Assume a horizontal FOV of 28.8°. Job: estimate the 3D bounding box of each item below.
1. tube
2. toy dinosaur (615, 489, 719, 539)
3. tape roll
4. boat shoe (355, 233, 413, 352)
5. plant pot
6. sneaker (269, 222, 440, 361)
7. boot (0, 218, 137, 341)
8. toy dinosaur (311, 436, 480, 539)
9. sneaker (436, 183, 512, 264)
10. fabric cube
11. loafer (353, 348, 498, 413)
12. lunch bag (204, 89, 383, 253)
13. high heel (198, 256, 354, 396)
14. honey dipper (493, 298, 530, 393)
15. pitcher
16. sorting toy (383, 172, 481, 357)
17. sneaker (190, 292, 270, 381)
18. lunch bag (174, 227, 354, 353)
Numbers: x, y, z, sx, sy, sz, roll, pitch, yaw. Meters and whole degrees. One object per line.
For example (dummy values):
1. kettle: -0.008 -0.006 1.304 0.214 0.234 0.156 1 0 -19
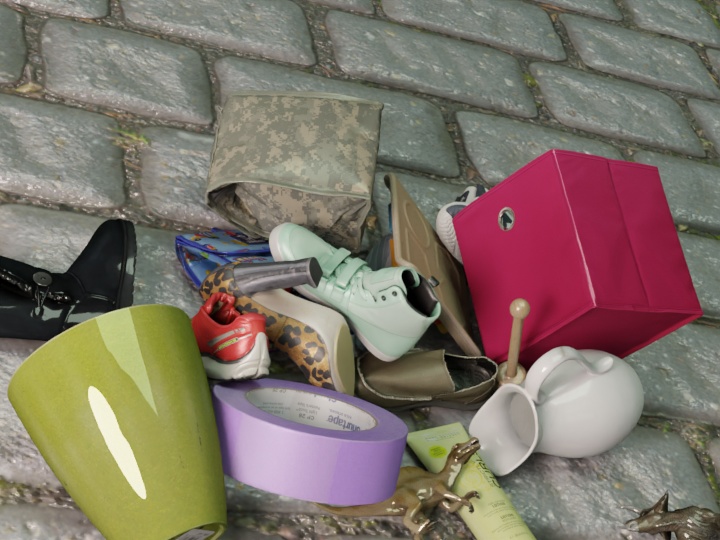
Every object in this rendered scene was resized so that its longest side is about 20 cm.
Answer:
1. tube: 0.121 0.237 1.497 0.058 0.052 0.200 40 11 -47
2. toy dinosaur: 0.390 0.298 1.547 0.199 0.077 0.102 28 -1 -18
3. tape roll: -0.055 0.166 1.388 0.198 0.066 0.200 13 8 -2
4. boat shoe: 0.034 0.037 1.699 0.062 0.072 0.201 33 38 -21
5. plant pot: -0.204 0.166 1.295 0.186 0.187 0.201 -9 61 -39
6. sneaker: 0.000 0.000 1.517 0.200 0.118 0.074 41 47 -6
7. boot: -0.329 0.002 1.501 0.167 0.077 0.201 15 42 -20
8. toy dinosaur: 0.051 0.242 1.449 0.199 0.059 0.101 -20 43 -22
9. sneaker: 0.143 -0.067 1.857 0.198 0.080 0.130 13 24 -44
10. fabric cube: 0.257 -0.005 1.695 0.199 0.196 0.201 5 63 -37
11. loafer: 0.072 0.115 1.591 0.198 0.070 0.076 2 56 -30
12. lunch bag: -0.082 -0.124 1.653 0.198 0.118 0.165 10 51 -4
13. high heel: -0.087 0.075 1.511 0.141 0.201 0.072 -6 29 23
14. honey dipper: 0.173 0.090 1.591 0.038 0.201 0.038 -1 56 2
15. pitcher: 0.238 0.140 1.581 0.199 0.172 0.122 -10 52 -38
16. sorting toy: 0.082 -0.002 1.724 0.185 0.036 0.201 52 17 -34
17. sneaker: -0.154 0.065 1.461 0.077 0.086 0.199 2 2 -40
18. lunch bag: -0.114 0.004 1.642 0.150 0.095 0.200 -10 33 -42
